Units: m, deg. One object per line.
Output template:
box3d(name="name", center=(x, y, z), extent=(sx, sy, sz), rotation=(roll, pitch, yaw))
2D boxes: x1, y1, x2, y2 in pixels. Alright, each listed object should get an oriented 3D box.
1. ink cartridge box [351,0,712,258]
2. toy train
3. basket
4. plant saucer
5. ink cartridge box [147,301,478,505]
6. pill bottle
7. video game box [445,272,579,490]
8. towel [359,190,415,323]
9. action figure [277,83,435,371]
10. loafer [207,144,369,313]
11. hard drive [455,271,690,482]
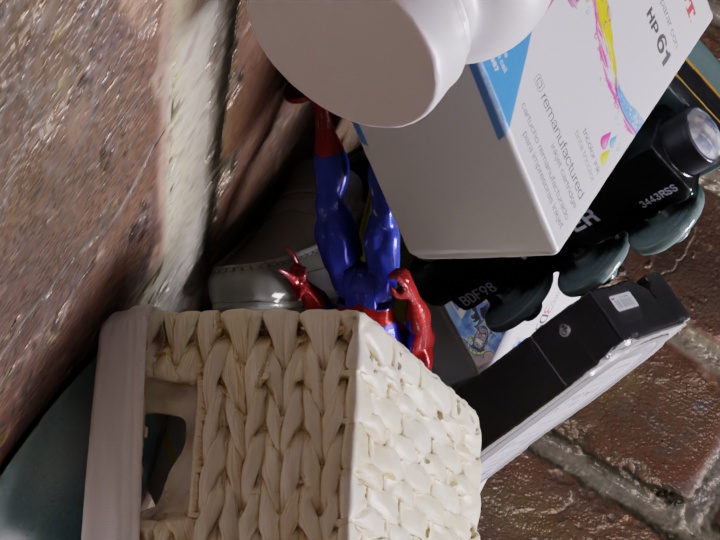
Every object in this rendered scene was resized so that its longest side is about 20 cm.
box3d(name="ink cartridge box", center=(0.075, -0.123, 1.072), extent=(0.200, 0.084, 0.145), rotation=(-55, 131, -41))
box3d(name="toy train", center=(0.110, -0.047, 1.192), extent=(0.200, 0.085, 0.114), rotation=(-30, -155, 40))
box3d(name="basket", center=(-0.028, 0.103, 1.048), extent=(0.200, 0.123, 0.136), rotation=(41, 48, -63))
box3d(name="plant saucer", center=(-0.142, 0.123, 1.070), extent=(0.202, 0.039, 0.201), rotation=(-58, 174, -10))
box3d(name="ink cartridge box", center=(-0.033, 0.094, 1.324), extent=(0.145, 0.084, 0.200), rotation=(-19, 156, -23))
box3d(name="pill bottle", center=(0.042, -0.151, 0.876), extent=(0.200, 0.108, 0.109), rotation=(-55, 173, -32))
box3d(name="video game box", center=(0.048, 0.018, 1.439), extent=(0.200, 0.047, 0.183), rotation=(55, -50, 48))
box3d(name="towel", center=(0.032, -0.063, 1.243), extent=(0.086, 0.018, 0.201), rotation=(56, 44, -60))
box3d(name="action figure", center=(0.000, 0.000, 1.124), extent=(0.052, 0.065, 0.201), rotation=(-63, 151, -51))
box3d(name="loafer", center=(-0.026, -0.023, 1.220), extent=(0.200, 0.070, 0.070), rotation=(-35, 120, -65))
box3d(name="hard drive", center=(0.074, 0.077, 1.220), extent=(0.200, 0.038, 0.140), rotation=(-38, 170, 19))
